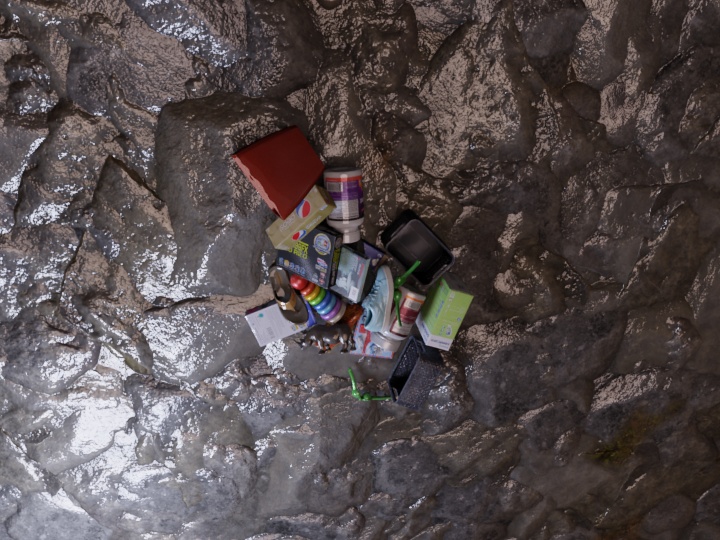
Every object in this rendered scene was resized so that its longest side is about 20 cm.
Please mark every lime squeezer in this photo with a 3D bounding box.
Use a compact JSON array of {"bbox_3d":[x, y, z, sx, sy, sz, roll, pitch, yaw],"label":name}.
[{"bbox_3d":[0.125,0.061,1.626,0.070,0.038,0.203,19,96,28],"label":"lime squeezer"},{"bbox_3d":[0.015,0.413,1.877,0.199,0.038,0.071,38,73,-22],"label":"lime squeezer"}]

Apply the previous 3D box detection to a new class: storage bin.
[{"bbox_3d":[0.171,-0.067,1.655,0.135,0.094,0.200,-44,112,12],"label":"storage bin"},{"bbox_3d":[0.180,0.338,1.803,0.093,0.136,0.202,18,110,-16],"label":"storage bin"}]

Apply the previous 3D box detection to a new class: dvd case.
[{"bbox_3d":[-0.070,-0.012,1.610,0.198,0.022,0.148,28,119,26],"label":"dvd case"}]

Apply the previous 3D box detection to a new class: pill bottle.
[{"bbox_3d":[0.114,0.144,1.713,0.113,0.114,0.202,23,99,-18],"label":"pill bottle"},{"bbox_3d":[-0.045,-0.185,1.548,0.109,0.112,0.203,-5,109,-6],"label":"pill bottle"}]

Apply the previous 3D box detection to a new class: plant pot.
[{"bbox_3d":[-0.207,-0.274,1.451,0.175,0.200,0.201,-38,109,-6],"label":"plant pot"}]

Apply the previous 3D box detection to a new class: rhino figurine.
[{"bbox_3d":[-0.112,0.210,1.691,0.197,0.060,0.089,-5,93,14],"label":"rhino figurine"}]

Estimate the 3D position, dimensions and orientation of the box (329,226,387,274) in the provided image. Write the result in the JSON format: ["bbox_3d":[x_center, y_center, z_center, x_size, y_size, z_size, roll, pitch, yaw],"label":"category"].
[{"bbox_3d":[-0.031,-0.048,1.667,0.198,0.032,0.122,30,107,-19],"label":"box"}]

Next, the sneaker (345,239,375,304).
[{"bbox_3d":[0.000,0.000,1.644,0.090,0.076,0.203,-8,115,-26],"label":"sneaker"}]

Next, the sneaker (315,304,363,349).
[{"bbox_3d":[-0.060,0.182,1.755,0.200,0.073,0.077,-42,130,18],"label":"sneaker"}]

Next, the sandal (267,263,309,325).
[{"bbox_3d":[-0.222,0.075,1.648,0.081,0.055,0.203,-21,94,1],"label":"sandal"}]

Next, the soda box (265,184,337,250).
[{"bbox_3d":[-0.163,-0.142,1.498,0.199,0.064,0.068,-39,70,20],"label":"soda box"}]

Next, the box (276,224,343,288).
[{"bbox_3d":[-0.149,-0.059,1.572,0.198,0.044,0.162,24,117,27],"label":"box"}]

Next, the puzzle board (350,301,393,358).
[{"bbox_3d":[0.058,0.196,1.798,0.148,0.017,0.203,9,113,-12],"label":"puzzle board"}]

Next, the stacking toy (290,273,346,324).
[{"bbox_3d":[-0.135,0.075,1.664,0.085,0.086,0.200,-40,120,10],"label":"stacking toy"}]

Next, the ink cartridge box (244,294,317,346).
[{"bbox_3d":[-0.247,0.149,1.717,0.197,0.042,0.121,-20,114,3],"label":"ink cartridge box"}]

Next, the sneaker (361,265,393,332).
[{"bbox_3d":[0.048,0.084,1.628,0.081,0.074,0.204,3,90,-24],"label":"sneaker"}]

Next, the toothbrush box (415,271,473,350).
[{"bbox_3d":[0.260,0.123,1.724,0.085,0.146,0.202,16,110,-16],"label":"toothbrush box"}]
